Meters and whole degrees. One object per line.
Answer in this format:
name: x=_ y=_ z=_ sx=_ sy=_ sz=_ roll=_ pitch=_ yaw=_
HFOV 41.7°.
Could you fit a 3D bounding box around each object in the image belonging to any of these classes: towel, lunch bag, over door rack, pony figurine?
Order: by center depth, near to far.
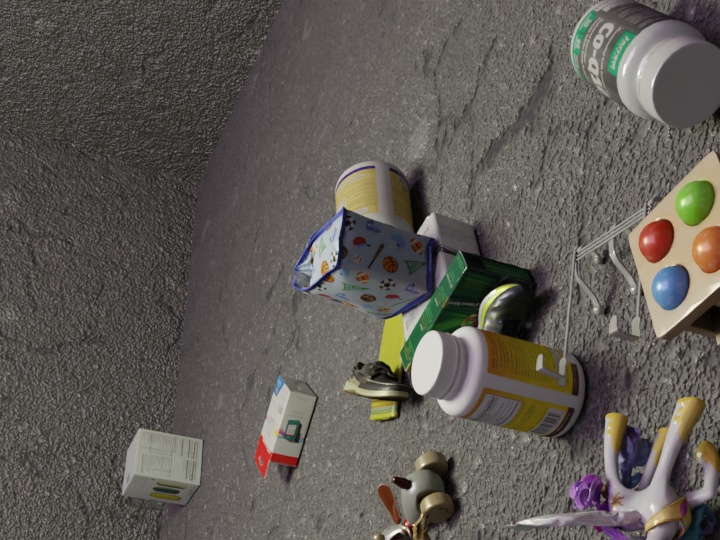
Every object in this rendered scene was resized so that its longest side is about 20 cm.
pony figurine: x=0.266 y=0.239 z=0.935 sx=0.192 sy=0.166 sz=0.202 roll=-27 pitch=36 yaw=54
over door rack: x=0.288 y=0.028 z=1.078 sx=0.148 sy=0.066 sz=0.201 roll=-44 pitch=17 yaw=55
lunch bag: x=0.000 y=0.000 z=1.488 sx=0.200 sy=0.168 sz=0.125 roll=137 pitch=146 yaw=-56
towel: x=0.057 y=0.166 z=1.687 sx=0.086 sy=0.018 sz=0.203 roll=-21 pitch=56 yaw=59

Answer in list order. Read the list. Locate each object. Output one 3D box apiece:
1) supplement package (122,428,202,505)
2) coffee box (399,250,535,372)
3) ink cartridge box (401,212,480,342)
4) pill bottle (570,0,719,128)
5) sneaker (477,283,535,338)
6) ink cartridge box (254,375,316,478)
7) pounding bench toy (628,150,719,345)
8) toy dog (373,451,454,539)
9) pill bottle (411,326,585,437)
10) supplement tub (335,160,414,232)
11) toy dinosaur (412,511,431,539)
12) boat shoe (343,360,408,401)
supplement package: x=-0.591 y=0.589 z=2.831 sx=0.152 sy=0.198 sz=0.152 roll=126 pitch=150 yaw=-44
coffee box: x=0.151 y=0.072 z=1.355 sx=0.201 sy=0.122 sz=0.044 roll=-61 pitch=28 yaw=30
ink cartridge box: x=0.128 y=0.033 z=1.491 sx=0.201 sy=0.082 sz=0.146 roll=-96 pitch=29 yaw=-45
pill bottle: x=0.333 y=-0.242 z=1.099 sx=0.200 sy=0.112 sz=0.114 roll=-117 pitch=46 yaw=-61
sneaker: x=0.194 y=0.105 z=1.308 sx=0.081 sy=0.073 sz=0.202 roll=-113 pitch=35 yaw=-49
ink cartridge box: x=-0.166 y=0.347 z=2.072 sx=0.116 sy=0.066 sz=0.202 roll=-146 pitch=72 yaw=-69
pounding bench toy: x=0.357 y=-0.031 z=0.834 sx=0.201 sy=0.154 sz=0.125 roll=126 pitch=151 yaw=-43
toy dog: x=0.063 y=0.361 z=1.420 sx=0.132 sy=0.095 sz=0.202 roll=-123 pitch=51 yaw=-64
pill bottle: x=0.166 y=0.133 z=1.157 sx=0.109 sy=0.198 sz=0.111 roll=-165 pitch=90 yaw=-69
supplement tub: x=0.027 y=-0.087 z=1.753 sx=0.146 sy=0.144 sz=0.202 roll=125 pitch=152 yaw=-43
toy dinosaur: x=0.107 y=0.424 z=1.254 sx=0.201 sy=0.100 sz=0.058 roll=-96 pitch=30 yaw=-45
boat shoe: x=0.025 y=0.188 z=1.634 sx=0.200 sy=0.071 sz=0.067 roll=171 pitch=110 yaw=-68
